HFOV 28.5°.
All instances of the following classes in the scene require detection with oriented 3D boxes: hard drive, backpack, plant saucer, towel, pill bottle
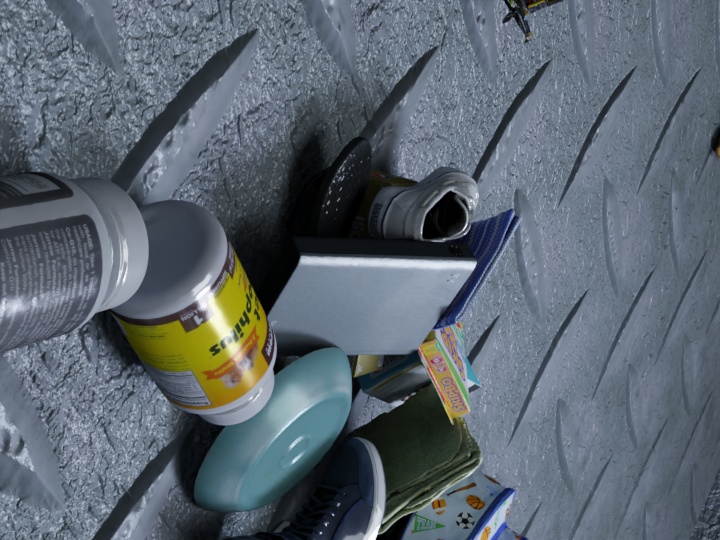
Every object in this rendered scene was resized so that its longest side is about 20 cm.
[{"bbox_3d":[-0.005,0.026,1.325,0.199,0.033,0.140,2,137,-34],"label":"hard drive"},{"bbox_3d":[0.091,0.303,1.509,0.200,0.153,0.192,-46,155,-59],"label":"backpack"},{"bbox_3d":[-0.072,0.161,1.342,0.200,0.036,0.201,-40,156,-21],"label":"plant saucer"},{"bbox_3d":[0.051,0.193,1.484,0.037,0.148,0.200,58,5,-20],"label":"towel"},{"bbox_3d":[0.073,0.007,1.475,0.024,0.199,0.145,41,64,-19],"label":"towel"},{"bbox_3d":[-0.236,-0.004,0.928,0.200,0.112,0.114,-16,119,-58],"label":"pill bottle"},{"bbox_3d":[-0.134,0.043,1.155,0.110,0.108,0.201,-59,150,-26],"label":"pill bottle"}]

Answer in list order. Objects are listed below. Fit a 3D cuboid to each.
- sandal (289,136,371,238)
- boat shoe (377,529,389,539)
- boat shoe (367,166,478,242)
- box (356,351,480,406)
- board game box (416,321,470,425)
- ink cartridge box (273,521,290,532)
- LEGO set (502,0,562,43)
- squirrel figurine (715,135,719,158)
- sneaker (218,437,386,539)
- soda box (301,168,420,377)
[{"bbox_3d":[-0.045,-0.039,1.362,0.075,0.048,0.202,-16,131,-61],"label":"sandal"},{"bbox_3d":[-0.017,0.364,1.617,0.201,0.062,0.075,-66,154,-12],"label":"boat shoe"},{"bbox_3d":[0.081,-0.060,1.405,0.200,0.065,0.073,-10,114,-61],"label":"boat shoe"},{"bbox_3d":[0.063,0.113,1.592,0.082,0.049,0.200,-30,158,12],"label":"box"},{"bbox_3d":[0.085,0.072,1.506,0.200,0.030,0.096,-84,150,-61],"label":"board game box"},{"bbox_3d":[-0.083,0.390,1.478,0.146,0.082,0.202,-38,136,-50],"label":"ink cartridge box"},{"bbox_3d":[0.200,-0.359,1.614,0.200,0.115,0.155,-43,111,-51],"label":"LEGO set"},{"bbox_3d":[0.750,-0.297,2.680,0.200,0.140,0.189,9,87,-77],"label":"squirrel figurine"},{"bbox_3d":[-0.057,0.244,1.352,0.146,0.077,0.204,27,71,-38],"label":"sneaker"},{"bbox_3d":[0.000,0.000,1.435,0.064,0.067,0.202,-8,112,-61],"label":"soda box"}]
